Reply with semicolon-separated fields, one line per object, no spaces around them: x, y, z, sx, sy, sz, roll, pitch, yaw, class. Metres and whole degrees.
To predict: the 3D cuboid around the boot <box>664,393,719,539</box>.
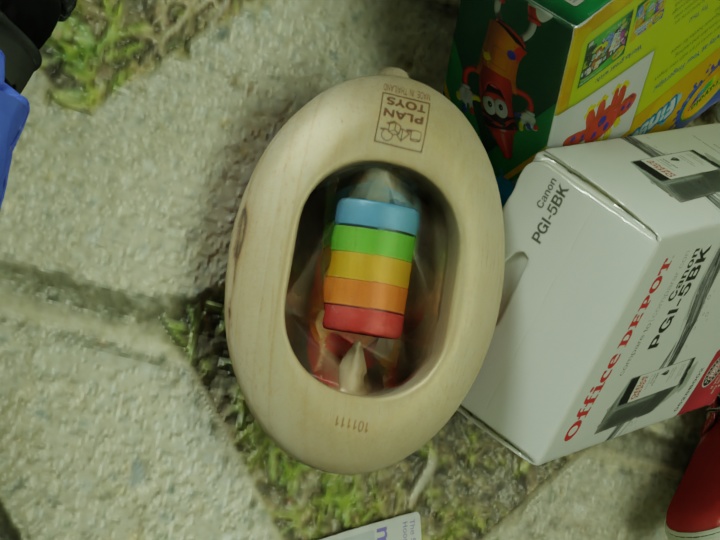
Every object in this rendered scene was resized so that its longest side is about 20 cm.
0.218;0.061;1.467;0.200;0.072;0.144;-49;124;-40;boot

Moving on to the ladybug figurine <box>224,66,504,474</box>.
0.000;0.000;1.226;0.136;0.072;0.200;14;84;-10;ladybug figurine

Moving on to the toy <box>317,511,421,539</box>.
-0.023;0.199;1.254;0.200;0.047;0.115;-10;102;-43;toy

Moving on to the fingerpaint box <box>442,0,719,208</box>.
0.128;-0.125;1.310;0.200;0.073;0.167;-38;152;-35;fingerpaint box

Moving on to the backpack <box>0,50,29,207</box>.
-0.239;-0.050;0.944;0.200;0.168;0.163;19;73;-40;backpack

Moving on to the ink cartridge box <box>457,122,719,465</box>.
0.142;0.009;1.312;0.200;0.083;0.147;-13;135;-54;ink cartridge box

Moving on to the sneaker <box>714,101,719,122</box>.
0.242;-0.121;1.401;0.075;0.200;0.087;15;80;-2;sneaker

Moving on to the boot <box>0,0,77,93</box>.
-0.168;-0.190;1.058;0.158;0.079;0.211;-57;139;-17;boot
